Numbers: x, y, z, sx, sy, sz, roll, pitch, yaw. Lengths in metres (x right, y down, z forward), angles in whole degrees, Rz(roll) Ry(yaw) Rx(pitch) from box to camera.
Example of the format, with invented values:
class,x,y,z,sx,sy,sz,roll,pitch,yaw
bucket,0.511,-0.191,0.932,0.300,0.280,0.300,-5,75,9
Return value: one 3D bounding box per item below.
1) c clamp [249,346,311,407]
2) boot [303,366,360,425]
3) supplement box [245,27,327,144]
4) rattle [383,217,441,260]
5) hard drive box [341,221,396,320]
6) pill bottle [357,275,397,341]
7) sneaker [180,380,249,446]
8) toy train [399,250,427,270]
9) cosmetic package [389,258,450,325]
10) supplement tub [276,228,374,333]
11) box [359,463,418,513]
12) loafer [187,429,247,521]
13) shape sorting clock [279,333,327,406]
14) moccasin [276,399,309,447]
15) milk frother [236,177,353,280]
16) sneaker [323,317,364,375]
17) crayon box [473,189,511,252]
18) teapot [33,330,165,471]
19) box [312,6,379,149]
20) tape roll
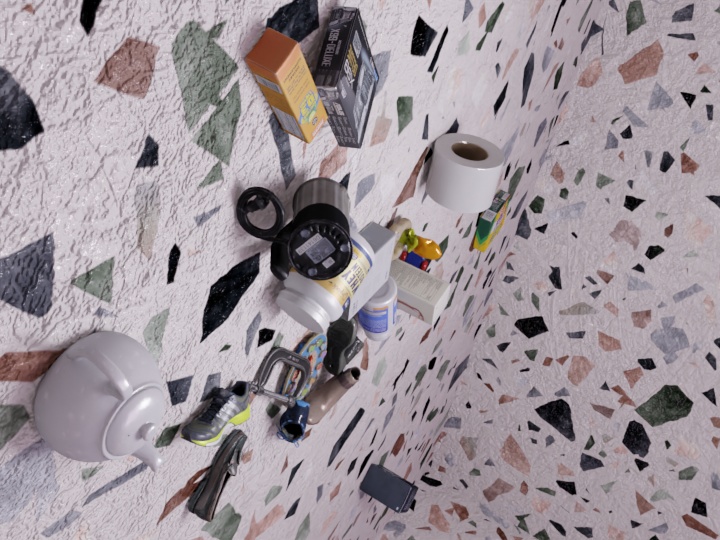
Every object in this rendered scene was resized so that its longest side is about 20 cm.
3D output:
class,x,y,z,sx,sy,sz,roll,pitch,yaw
c clamp,-0.189,0.262,1.559,0.199,0.027,0.174,25,81,-54
boot,-0.072,0.324,1.825,0.145,0.071,0.200,-38,-174,17
supplement box,-0.113,-0.290,1.095,0.067,0.068,0.200,-56,161,-11
rattle,0.124,-0.065,1.841,0.130,0.143,0.200,-46,166,5
hard drive box,0.000,0.000,1.690,0.200,0.076,0.158,-42,151,-44
pill bottle,0.046,0.107,1.877,0.113,0.111,0.202,-51,156,-30
sneaker,-0.285,0.278,1.349,0.200,0.072,0.083,-33,135,-64
toy train,0.139,0.035,2.083,0.116,0.083,0.203,-31,143,-77
cosmetic package,0.143,0.055,1.926,0.104,0.197,0.088,-47,153,-35
supplement tub,-0.074,0.015,1.433,0.202,0.143,0.145,-57,158,-19
box,0.123,0.922,2.887,0.126,0.197,0.197,-62,160,-8
loafer,-0.299,0.453,1.505,0.202,0.062,0.072,-59,159,-14
shape sorting clock,-0.136,0.248,1.701,0.201,0.039,0.202,-50,155,-33
moccasin,-0.173,0.388,1.692,0.202,0.079,0.069,102,0,-53
milk frother,-0.114,-0.104,1.232,0.189,0.177,0.203,-96,165,-60
sneaker,-0.036,0.178,1.818,0.114,0.075,0.202,-44,155,-46
crayon box,0.539,-0.202,2.797,0.200,0.058,0.174,-49,155,-35
teapot,-0.348,0.192,0.968,0.201,0.144,0.199,-67,158,7
box,-0.023,-0.339,1.221,0.200,0.049,0.161,60,41,-66
tape roll,0.289,-0.273,1.904,0.202,0.200,0.141,-41,150,-46
